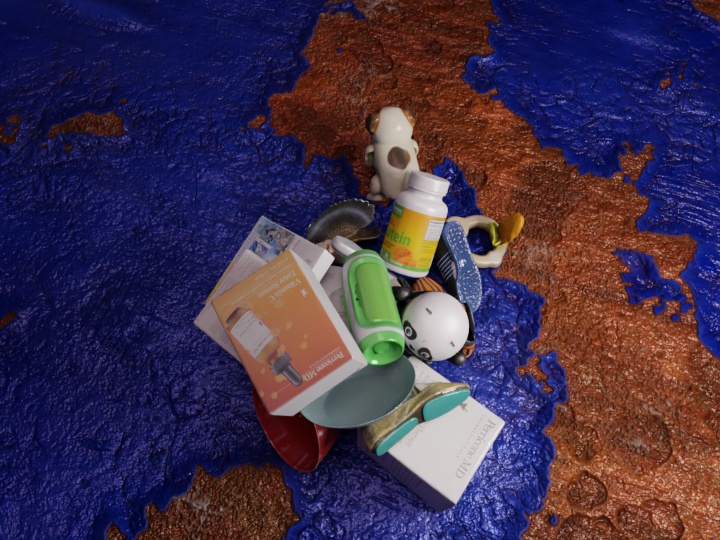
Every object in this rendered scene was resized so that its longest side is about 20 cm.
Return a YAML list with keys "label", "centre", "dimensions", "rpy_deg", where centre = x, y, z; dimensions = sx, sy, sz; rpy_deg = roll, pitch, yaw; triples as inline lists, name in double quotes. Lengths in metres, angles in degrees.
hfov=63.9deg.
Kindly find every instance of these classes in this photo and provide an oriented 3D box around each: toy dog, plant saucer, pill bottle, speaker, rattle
- label: "toy dog"
  centre: [0.068, -0.262, 1.291]
  dimensions: [0.138, 0.194, 0.202]
  rpy_deg: [-7, 101, 4]
- label: "plant saucer"
  centre: [-0.004, 0.201, 0.948]
  dimensions: [0.199, 0.039, 0.201]
  rpy_deg: [-12, 25, 6]
- label: "pill bottle"
  centre: [0.115, -0.098, 1.196]
  dimensions: [0.110, 0.111, 0.202]
  rpy_deg: [19, 106, 10]
- label: "speaker"
  centre: [0.019, 0.060, 1.003]
  dimensions: [0.088, 0.089, 0.201]
  rpy_deg: [-8, 49, -5]
- label: "rattle"
  centre: [0.233, -0.090, 1.263]
  dimensions: [0.199, 0.143, 0.131]
  rpy_deg: [24, 84, 4]

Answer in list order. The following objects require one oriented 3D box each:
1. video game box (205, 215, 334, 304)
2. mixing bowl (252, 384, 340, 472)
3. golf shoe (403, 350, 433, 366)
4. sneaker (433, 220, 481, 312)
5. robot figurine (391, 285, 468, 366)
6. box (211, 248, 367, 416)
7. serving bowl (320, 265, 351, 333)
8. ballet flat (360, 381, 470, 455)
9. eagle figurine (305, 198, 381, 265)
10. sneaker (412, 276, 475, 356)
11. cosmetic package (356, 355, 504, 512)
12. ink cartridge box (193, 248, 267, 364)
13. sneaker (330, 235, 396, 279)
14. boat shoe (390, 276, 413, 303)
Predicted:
- label: "video game box"
  centre: [-0.170, 0.020, 1.064]
  dimensions: [0.181, 0.047, 0.201]
  rpy_deg: [29, 83, 33]
- label: "mixing bowl"
  centre: [-0.100, 0.252, 1.064]
  dimensions: [0.108, 0.201, 0.200]
  rpy_deg: [-24, 62, -39]
- label: "golf shoe"
  centre: [0.048, 0.172, 1.164]
  dimensions: [0.198, 0.078, 0.095]
  rpy_deg: [-15, 52, -16]
- label: "sneaker"
  centre: [0.203, -0.007, 1.247]
  dimensions: [0.070, 0.078, 0.202]
  rpy_deg: [-14, 92, -26]
- label: "robot figurine"
  centre: [0.120, 0.099, 1.049]
  dimensions: [0.149, 0.200, 0.126]
  rpy_deg: [9, 88, -7]
- label: "box"
  centre: [-0.108, 0.098, 0.893]
  dimensions: [0.152, 0.106, 0.201]
  rpy_deg: [-34, 71, 2]
- label: "serving bowl"
  centre: [-0.040, 0.081, 1.082]
  dimensions: [0.198, 0.066, 0.202]
  rpy_deg: [10, 68, -25]
- label: "ballet flat"
  centre: [0.087, 0.225, 0.949]
  dimensions: [0.199, 0.071, 0.071]
  rpy_deg: [-29, 66, -15]
- label: "eagle figurine"
  centre: [-0.053, -0.058, 1.242]
  dimensions: [0.151, 0.151, 0.201]
  rpy_deg: [39, 81, -27]
- label: "sneaker"
  centre: [0.179, 0.076, 1.185]
  dimensions: [0.077, 0.112, 0.201]
  rpy_deg: [-28, 66, -16]
- label: "cosmetic package"
  centre: [0.119, 0.296, 1.039]
  dimensions: [0.199, 0.167, 0.168]
  rpy_deg: [34, 67, 15]
- label: "ink cartridge box"
  centre: [-0.165, 0.084, 0.989]
  dimensions: [0.199, 0.050, 0.162]
  rpy_deg: [35, 86, 16]
- label: "sneaker"
  centre: [0.000, 0.000, 1.185]
  dimensions: [0.071, 0.200, 0.073]
  rpy_deg: [-49, 43, 6]
- label: "boat shoe"
  centre: [0.035, 0.096, 1.204]
  dimensions: [0.200, 0.093, 0.075]
  rpy_deg: [-39, 71, 12]
